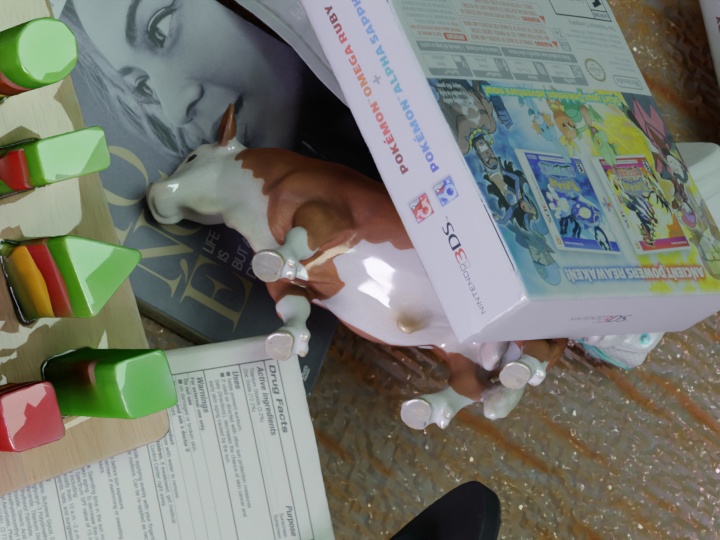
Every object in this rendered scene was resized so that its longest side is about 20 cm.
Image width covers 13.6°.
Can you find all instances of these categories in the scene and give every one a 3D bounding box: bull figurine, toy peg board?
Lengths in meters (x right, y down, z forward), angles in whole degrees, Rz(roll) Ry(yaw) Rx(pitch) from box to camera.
[{"bbox_3d":[0.000,0.000,1.314,0.199,0.065,0.122,20,31,-4],"label":"bull figurine"},{"bbox_3d":[-0.175,-0.002,1.156,0.198,0.098,0.201,-18,95,-25],"label":"toy peg board"}]

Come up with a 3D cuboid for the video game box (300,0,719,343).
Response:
[{"bbox_3d":[0.072,-0.059,1.320,0.200,0.047,0.183,0,59,-56],"label":"video game box"}]

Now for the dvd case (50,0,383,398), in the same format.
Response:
[{"bbox_3d":[-0.081,-0.052,1.369,0.199,0.016,0.149,30,66,-20],"label":"dvd case"}]

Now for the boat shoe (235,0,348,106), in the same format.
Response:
[{"bbox_3d":[-0.026,-0.144,1.397,0.200,0.075,0.060,54,16,5],"label":"boat shoe"}]

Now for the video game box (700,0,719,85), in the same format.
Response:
[{"bbox_3d":[0.270,-0.073,1.531,0.199,0.047,0.183,-6,79,-39],"label":"video game box"}]

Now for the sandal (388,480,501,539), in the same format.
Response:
[{"bbox_3d":[-0.025,0.151,1.260,0.045,0.200,0.075,46,18,-24],"label":"sandal"}]

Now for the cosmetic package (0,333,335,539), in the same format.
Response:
[{"bbox_3d":[-0.119,0.094,1.280,0.199,0.073,0.104,-7,81,-31],"label":"cosmetic package"}]

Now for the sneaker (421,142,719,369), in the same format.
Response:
[{"bbox_3d":[0.105,0.011,1.433,0.199,0.075,0.089,-24,109,-29],"label":"sneaker"}]
